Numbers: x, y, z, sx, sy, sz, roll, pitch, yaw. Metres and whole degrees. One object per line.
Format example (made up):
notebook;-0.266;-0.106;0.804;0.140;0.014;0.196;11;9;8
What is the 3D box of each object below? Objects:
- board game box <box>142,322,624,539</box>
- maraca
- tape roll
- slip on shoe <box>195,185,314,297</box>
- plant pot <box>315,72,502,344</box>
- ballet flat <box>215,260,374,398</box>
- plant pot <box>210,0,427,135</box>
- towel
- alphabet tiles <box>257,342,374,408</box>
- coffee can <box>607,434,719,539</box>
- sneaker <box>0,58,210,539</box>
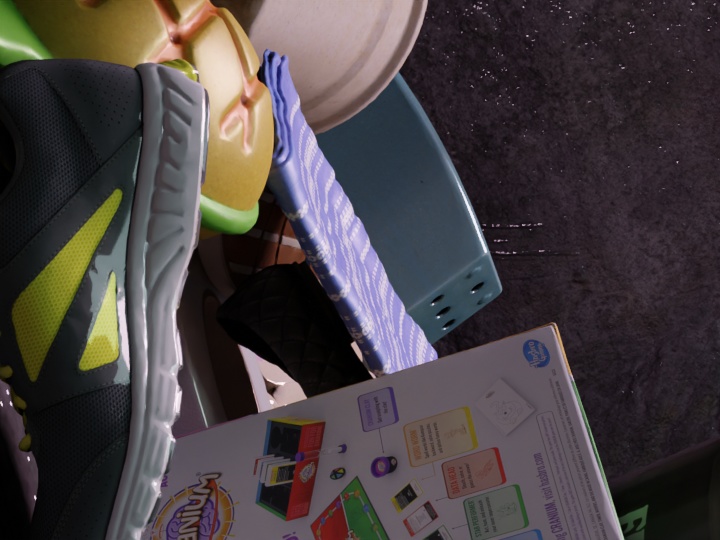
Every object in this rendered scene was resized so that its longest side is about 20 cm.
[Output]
board game box;0.001;0.108;0.725;0.153;0.199;0.040;-100;171;-54
maraca;-0.110;-0.082;0.727;0.200;0.107;0.137;37;14;-41
tape roll;-0.079;0.066;0.931;0.203;0.037;0.204;-17;90;-85
slip on shoe;-0.055;-0.024;0.987;0.076;0.060;0.200;-64;161;3
plant pot;-0.001;-0.048;1.230;0.200;0.141;0.141;53;-2;21
ballet flat;-0.014;0.071;0.862;0.067;0.057;0.200;56;3;-42
plant pot;-0.080;-0.166;0.969;0.183;0.199;0.201;-19;92;-74
towel;0.000;0.000;0.879;0.201;0.024;0.145;61;7;-25
alphabet tiles;0.001;0.117;1.098;0.195;0.015;0.201;-9;64;-53
coffee can;0.121;0.162;0.779;0.146;0.200;0.147;28;47;-35
sneaker;-0.105;0.020;0.635;0.074;0.084;0.201;138;-41;-70
